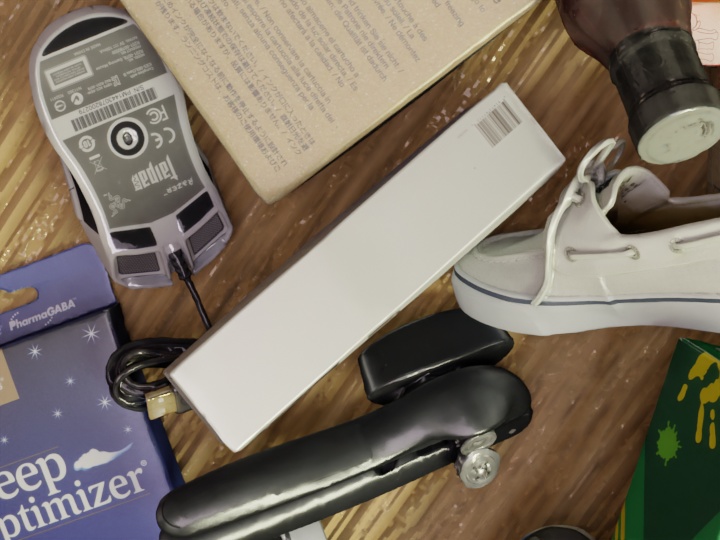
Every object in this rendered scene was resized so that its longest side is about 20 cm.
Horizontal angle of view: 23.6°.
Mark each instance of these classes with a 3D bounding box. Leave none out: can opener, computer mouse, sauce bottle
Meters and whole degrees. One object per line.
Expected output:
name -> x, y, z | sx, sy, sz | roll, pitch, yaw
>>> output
can opener -> -0.006, 0.091, 0.829 | 0.198, 0.064, 0.079 | -26, 52, -13
computer mouse -> -0.100, -0.032, 0.845 | 0.109, 0.044, 0.202 | -22, 92, -12
sauce bottle -> 0.111, -0.140, 0.757 | 0.065, 0.066, 0.202 | -22, 62, 8

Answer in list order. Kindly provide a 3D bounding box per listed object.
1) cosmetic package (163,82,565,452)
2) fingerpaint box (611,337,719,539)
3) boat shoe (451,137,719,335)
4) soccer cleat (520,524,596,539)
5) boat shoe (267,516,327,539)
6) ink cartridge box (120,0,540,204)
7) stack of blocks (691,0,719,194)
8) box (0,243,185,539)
cosmetic package -> 0.000, 0.000, 0.797 | 0.200, 0.083, 0.051 | -41, 95, -8
fingerpaint box -> 0.215, 0.133, 0.777 | 0.198, 0.073, 0.169 | 11, 104, -27
boat shoe -> 0.117, -0.021, 0.773 | 0.201, 0.074, 0.087 | 2, 117, 44
soccer cleat -> 0.067, 0.218, 0.819 | 0.069, 0.086, 0.201 | 26, 76, 17
boat shoe -> -0.022, 0.216, 0.851 | 0.067, 0.074, 0.201 | -21, 95, -10
ink cartridge box -> -0.034, -0.160, 0.810 | 0.164, 0.075, 0.201 | -35, 92, 7
stack of blocks -> 0.195, -0.111, 0.802 | 0.114, 0.059, 0.203 | 0, 98, 6
box -> -0.156, 0.100, 0.877 | 0.120, 0.032, 0.202 | -20, 94, 8
